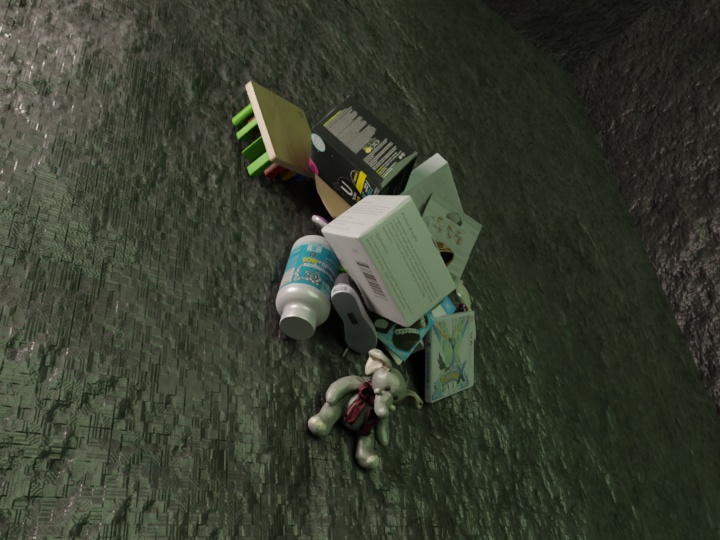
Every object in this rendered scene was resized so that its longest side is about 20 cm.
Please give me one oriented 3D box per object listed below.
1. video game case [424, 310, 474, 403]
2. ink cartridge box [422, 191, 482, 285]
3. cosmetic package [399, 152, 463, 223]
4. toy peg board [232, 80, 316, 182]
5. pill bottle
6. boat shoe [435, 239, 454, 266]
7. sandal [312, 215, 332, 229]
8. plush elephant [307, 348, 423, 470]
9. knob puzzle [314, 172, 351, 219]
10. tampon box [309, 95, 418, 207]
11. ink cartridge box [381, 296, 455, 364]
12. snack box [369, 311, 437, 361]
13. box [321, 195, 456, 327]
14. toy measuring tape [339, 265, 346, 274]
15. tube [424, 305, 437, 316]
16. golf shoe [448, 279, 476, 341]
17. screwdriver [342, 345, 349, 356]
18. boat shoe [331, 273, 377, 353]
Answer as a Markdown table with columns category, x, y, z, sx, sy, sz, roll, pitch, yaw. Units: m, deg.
| category | x | y | z | sx | sy | sz | roll | pitch | yaw |
| --- | --- | --- | --- | --- | --- | --- | --- | --- | --- |
| video game case | 0.211 | 0.196 | 1.325 | 0.198 | 0.022 | 0.188 | -3 | 94 | -50 |
| ink cartridge box | 0.194 | -0.073 | 1.396 | 0.198 | 0.043 | 0.177 | 26 | 87 | -35 |
| cosmetic package | 0.163 | -0.162 | 1.382 | 0.052 | 0.149 | 0.201 | 50 | -6 | 41 |
| toy peg board | -0.195 | -0.295 | 1.313 | 0.198 | 0.097 | 0.204 | 11 | 55 | -59 |
| pill bottle | -0.105 | 0.035 | 1.132 | 0.110 | 0.110 | 0.203 | 33 | 43 | -23 |
| boat shoe | 0.131 | -0.009 | 1.303 | 0.198 | 0.071 | 0.077 | -32 | 120 | -19 |
| sandal | -0.029 | -0.081 | 1.313 | 0.201 | 0.082 | 0.050 | 35 | 84 | -30 |
| plush elephant | 0.027 | 0.246 | 1.074 | 0.164 | 0.154 | 0.201 | 42 | 41 | -13 |
| knob puzzle | -0.025 | -0.198 | 1.327 | 0.214 | 0.030 | 0.225 | 8 | 68 | -20 |
| tampon box | 0.000 | -0.236 | 1.226 | 0.199 | 0.150 | 0.126 | 42 | 68 | 10 |
| ink cartridge box | 0.126 | 0.108 | 1.313 | 0.117 | 0.066 | 0.200 | 53 | 49 | -8 |
| snack box | 0.054 | 0.084 | 1.225 | 0.199 | 0.037 | 0.117 | 40 | 84 | 5 |
| box | 0.051 | -0.026 | 1.091 | 0.130 | 0.199 | 0.202 | -35 | 109 | -15 |
| toy measuring tape | 0.000 | 0.000 | 1.298 | 0.197 | 0.073 | 0.075 | 25 | 46 | -33 |
| tube | 0.156 | 0.053 | 1.204 | 0.049 | 0.079 | 0.200 | 24 | 4 | 8 |
| golf shoe | 0.268 | 0.100 | 1.491 | 0.090 | 0.075 | 0.204 | 8 | 58 | -45 |
| screwdriver | 0.005 | 0.117 | 1.248 | 0.028 | 0.029 | 0.201 | 44 | 39 | -10 |
| boat shoe | -0.012 | 0.087 | 1.158 | 0.067 | 0.068 | 0.202 | -84 | 156 | -45 |
